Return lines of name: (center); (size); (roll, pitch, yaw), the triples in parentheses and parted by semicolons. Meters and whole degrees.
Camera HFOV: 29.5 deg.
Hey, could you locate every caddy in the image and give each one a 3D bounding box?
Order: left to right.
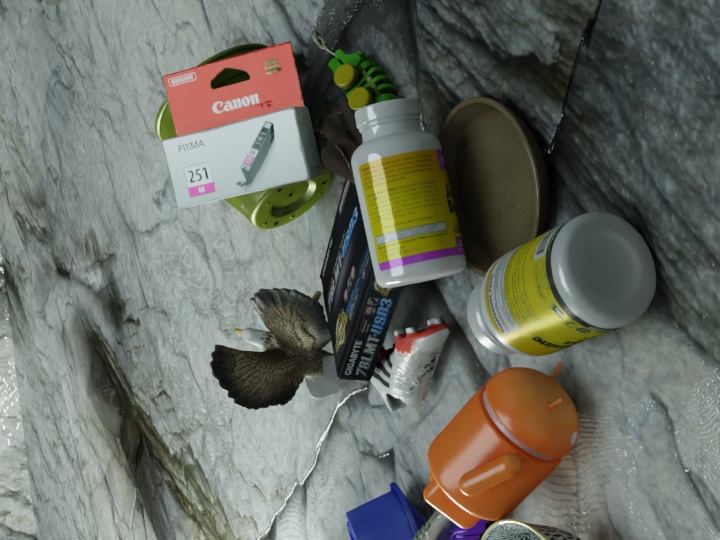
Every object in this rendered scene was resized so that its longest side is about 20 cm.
caddy: (0.056, 0.369, 1.726); (0.141, 0.105, 0.200); (92, 158, -69)

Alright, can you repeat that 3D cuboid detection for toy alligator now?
toy alligator: (0.000, -0.242, 1.683); (0.054, 0.059, 0.200); (-38, 58, 14)

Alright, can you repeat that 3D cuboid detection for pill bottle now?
pill bottle: (0.049, -0.087, 1.527); (0.104, 0.104, 0.200); (-17, 84, 61)
pill bottle: (0.191, 0.022, 1.355); (0.200, 0.112, 0.113); (-31, 71, 60)

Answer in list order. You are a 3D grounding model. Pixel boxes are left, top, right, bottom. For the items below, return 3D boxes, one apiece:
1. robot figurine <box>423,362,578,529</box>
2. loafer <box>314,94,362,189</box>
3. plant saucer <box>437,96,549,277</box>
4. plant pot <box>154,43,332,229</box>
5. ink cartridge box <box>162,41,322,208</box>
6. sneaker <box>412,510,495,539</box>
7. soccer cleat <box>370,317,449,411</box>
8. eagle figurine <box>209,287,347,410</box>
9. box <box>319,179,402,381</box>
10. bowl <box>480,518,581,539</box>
robot figurine: (0.150, 0.184, 1.443); (0.200, 0.144, 0.117); (-51, 55, 24)
loafer: (-0.005, -0.134, 1.663); (0.071, 0.073, 0.200); (-38, 35, 14)
plant saucer: (0.144, -0.090, 1.492); (0.200, 0.029, 0.200); (26, 120, 56)
plant pot: (-0.142, -0.165, 1.842); (0.193, 0.200, 0.200); (54, 144, 20)
ink cartridge box: (-0.160, -0.183, 1.734); (0.200, 0.044, 0.174); (-11, 96, 25)
sneaker: (0.137, 0.304, 1.600); (0.099, 0.070, 0.200); (38, 121, 3)
soccer cleat: (0.065, 0.117, 1.668); (0.085, 0.069, 0.200); (68, 153, 10)
eagle figurine: (-0.107, 0.104, 1.828); (0.200, 0.151, 0.152); (19, -120, -81)
box: (0.000, 0.000, 1.705); (0.199, 0.050, 0.200); (-104, 24, -46)
bowl: (0.214, 0.349, 1.437); (0.201, 0.094, 0.201); (26, 121, 56)
